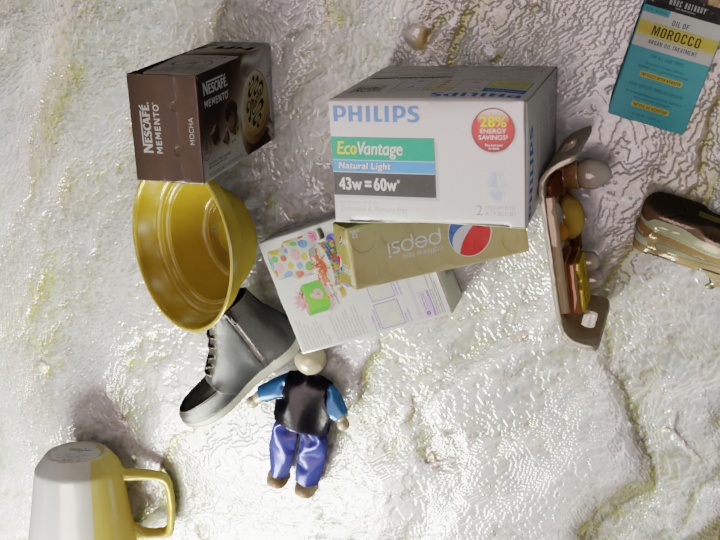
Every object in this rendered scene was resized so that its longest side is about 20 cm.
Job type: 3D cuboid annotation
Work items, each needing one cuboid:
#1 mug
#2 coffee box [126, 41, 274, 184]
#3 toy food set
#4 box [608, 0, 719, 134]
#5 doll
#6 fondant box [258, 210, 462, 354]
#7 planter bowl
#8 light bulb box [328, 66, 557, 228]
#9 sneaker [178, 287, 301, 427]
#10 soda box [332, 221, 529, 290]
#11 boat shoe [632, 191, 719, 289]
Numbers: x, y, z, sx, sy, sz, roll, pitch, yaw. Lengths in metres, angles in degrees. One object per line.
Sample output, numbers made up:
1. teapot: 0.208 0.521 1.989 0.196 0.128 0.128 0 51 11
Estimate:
1. mug: -0.361 0.313 1.483 0.149 0.185 0.155 12 107 49
2. coffee box: -0.166 -0.174 1.183 0.079 0.200 0.114 5 111 16
3. toy food set: 0.232 -0.035 1.130 0.060 0.144 0.202 -5 107 20
4. box: 0.309 -0.238 1.060 0.081 0.049 0.202 17 125 8
5. doll: -0.078 0.182 1.366 0.135 0.048 0.202 16 114 11
6. fondant box: 0.000 0.000 1.270 0.198 0.058 0.146 -17 103 22
7. planter bowl: -0.179 -0.035 1.285 0.199 0.083 0.203 16 112 44
8. light bulb box: 0.090 -0.131 1.112 0.196 0.200 0.126 3 110 18
9. sneaker: -0.173 0.102 1.341 0.200 0.075 0.106 -40 117 17
10. soda box: 0.074 -0.036 1.171 0.198 0.064 0.069 -12 101 -13
11. boat shoe: 0.380 -0.013 1.139 0.198 0.072 0.077 26 130 16
